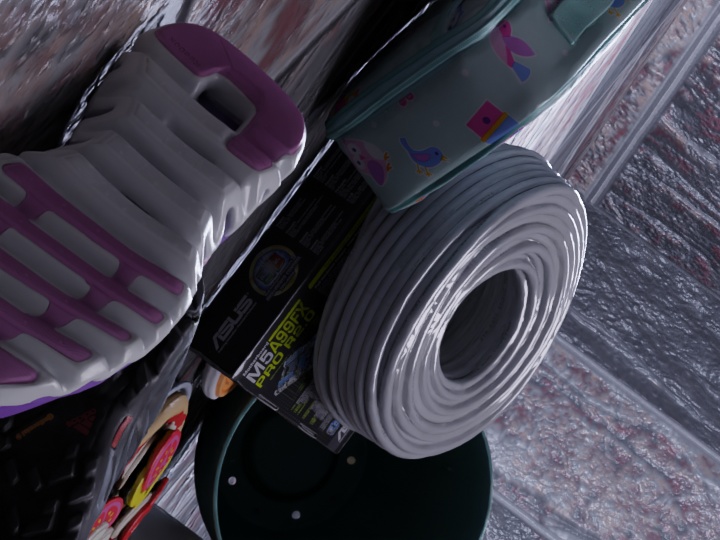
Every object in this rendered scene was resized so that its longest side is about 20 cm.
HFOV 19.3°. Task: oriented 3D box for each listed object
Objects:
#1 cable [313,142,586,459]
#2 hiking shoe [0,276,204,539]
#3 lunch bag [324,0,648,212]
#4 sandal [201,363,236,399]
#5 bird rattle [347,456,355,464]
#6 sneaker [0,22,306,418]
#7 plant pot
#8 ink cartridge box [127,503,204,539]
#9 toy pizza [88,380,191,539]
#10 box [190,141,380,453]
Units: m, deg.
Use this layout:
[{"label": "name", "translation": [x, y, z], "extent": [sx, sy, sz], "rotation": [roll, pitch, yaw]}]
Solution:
[{"label": "cable", "translation": [0.058, 0.018, 1.264], "extent": [0.200, 0.069, 0.200], "rotation": [-60, 149, 7]}, {"label": "hiking shoe", "translation": [-0.127, 0.080, 0.881], "extent": [0.200, 0.076, 0.101], "rotation": [-53, 171, -8]}, {"label": "lunch bag", "translation": [0.080, -0.127, 1.130], "extent": [0.160, 0.077, 0.200], "rotation": [-36, -171, 45]}, {"label": "sandal", "translation": [-0.033, 0.017, 1.344], "extent": [0.207, 0.059, 0.079], "rotation": [-56, 174, 28]}, {"label": "bird rattle", "translation": [0.010, 0.088, 1.610], "extent": [0.113, 0.163, 0.200], "rotation": [-94, -163, -63]}, {"label": "sneaker", "translation": [-0.093, -0.002, 0.686], "extent": [0.088, 0.080, 0.200], "rotation": [-48, 180, 38]}, {"label": "plant pot", "translation": [-0.029, 0.142, 1.496], "extent": [0.201, 0.200, 0.161], "rotation": [-52, -161, -7]}, {"label": "ink cartridge box", "translation": [-0.193, 0.276, 1.483], "extent": [0.200, 0.083, 0.147], "rotation": [-55, 175, 23]}, {"label": "toy pizza", "translation": [-0.158, 0.152, 1.283], "extent": [0.200, 0.032, 0.200], "rotation": [-52, 174, -7]}, {"label": "box", "translation": [0.000, 0.000, 1.278], "extent": [0.200, 0.044, 0.160], "rotation": [-54, 149, -3]}]
